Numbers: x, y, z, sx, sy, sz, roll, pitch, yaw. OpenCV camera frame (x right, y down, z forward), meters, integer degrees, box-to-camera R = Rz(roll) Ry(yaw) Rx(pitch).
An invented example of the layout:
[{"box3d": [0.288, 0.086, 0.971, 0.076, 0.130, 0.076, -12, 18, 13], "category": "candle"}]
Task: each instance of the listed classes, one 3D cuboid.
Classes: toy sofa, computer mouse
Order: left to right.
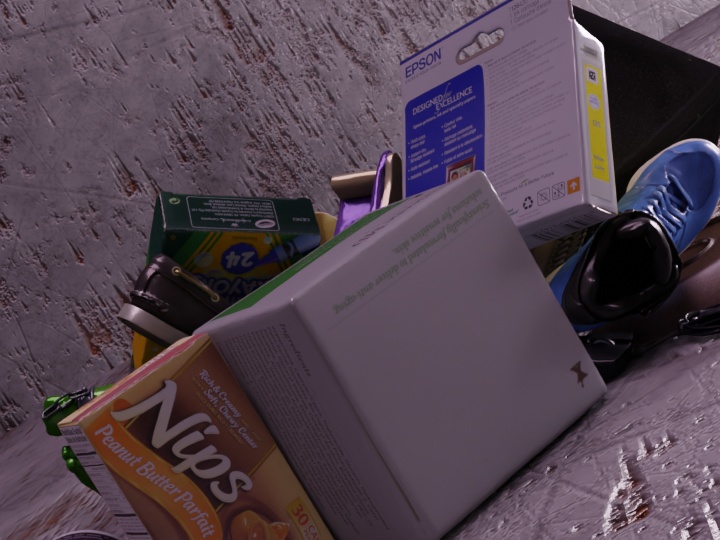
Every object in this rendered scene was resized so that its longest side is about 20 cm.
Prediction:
[{"box3d": [0.000, 0.000, 1.336, 0.083, 0.098, 0.200, -8, 53, 28], "category": "toy sofa"}, {"box3d": [0.207, 0.051, 1.176, 0.200, 0.034, 0.059, -26, 8, 36], "category": "computer mouse"}]

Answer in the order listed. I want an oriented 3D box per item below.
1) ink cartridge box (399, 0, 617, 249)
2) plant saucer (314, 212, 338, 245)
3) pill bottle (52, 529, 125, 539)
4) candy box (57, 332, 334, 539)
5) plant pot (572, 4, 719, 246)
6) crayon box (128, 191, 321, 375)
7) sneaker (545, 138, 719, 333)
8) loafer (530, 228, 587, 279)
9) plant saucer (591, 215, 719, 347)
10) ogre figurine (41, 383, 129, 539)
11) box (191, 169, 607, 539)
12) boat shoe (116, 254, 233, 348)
[{"box3d": [0.111, -0.108, 1.242, 0.047, 0.200, 0.198, 19, -28, -36], "category": "ink cartridge box"}, {"box3d": [-0.033, 0.049, 1.513, 0.200, 0.200, 0.049, -38, 42, 31], "category": "plant saucer"}, {"box3d": [-0.213, 0.265, 1.181, 0.112, 0.113, 0.200, -31, 7, 4], "category": "pill bottle"}, {"box3d": [-0.111, 0.159, 1.113, 0.115, 0.200, 0.055, -35, 8, -29], "category": "candy box"}, {"box3d": [0.185, -0.088, 1.377, 0.177, 0.200, 0.200, -48, -26, -35], "category": "plant pot"}, {"box3d": [-0.114, 0.031, 1.278, 0.126, 0.200, 0.052, 2, 41, -17], "category": "crayon box"}, {"box3d": [0.227, -0.030, 1.203, 0.200, 0.077, 0.111, -42, 5, -13], "category": "sneaker"}, {"box3d": [0.129, 0.014, 1.301, 0.076, 0.067, 0.200, -23, -36, -44], "category": "loafer"}, {"box3d": [0.270, 0.000, 1.277, 0.200, 0.032, 0.200, -33, 7, 4], "category": "plant saucer"}, {"box3d": [-0.147, 0.155, 1.219, 0.120, 0.200, 0.098, -38, -18, 0], "category": "ogre figurine"}, {"box3d": [0.027, 0.069, 1.147, 0.199, 0.200, 0.171, -35, 9, -31], "category": "box"}, {"box3d": [-0.092, 0.056, 1.218, 0.072, 0.201, 0.061, 9, 71, 56], "category": "boat shoe"}]
